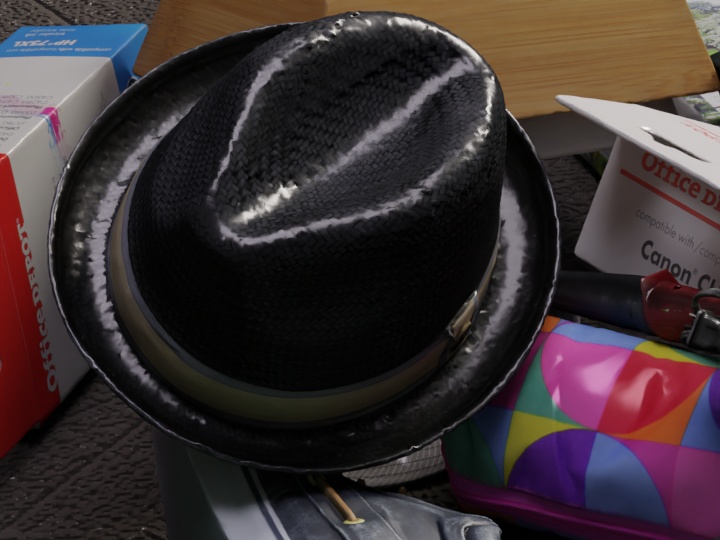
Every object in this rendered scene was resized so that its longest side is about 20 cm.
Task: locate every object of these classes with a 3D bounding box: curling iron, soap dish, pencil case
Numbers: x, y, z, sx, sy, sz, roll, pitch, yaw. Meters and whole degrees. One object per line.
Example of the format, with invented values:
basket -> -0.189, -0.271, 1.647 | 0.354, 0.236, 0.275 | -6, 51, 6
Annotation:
curling iron -> 0.107, 0.011, 1.079 | 0.049, 0.026, 0.200 | 15, 1, -23
soap dish -> 0.026, -0.097, 1.234 | 0.199, 0.081, 0.157 | -9, 17, -29
pencil case -> 0.124, 0.072, 1.072 | 0.200, 0.089, 0.088 | 13, 32, 31

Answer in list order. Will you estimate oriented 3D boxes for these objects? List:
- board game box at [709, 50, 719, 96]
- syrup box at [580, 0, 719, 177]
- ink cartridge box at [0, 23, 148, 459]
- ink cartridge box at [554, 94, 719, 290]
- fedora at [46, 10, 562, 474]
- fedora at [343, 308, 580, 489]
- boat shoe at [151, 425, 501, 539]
board game box -> 0.223, -0.084, 1.149 | 0.135, 0.028, 0.200 | -25, 16, -1
syrup box -> 0.157, -0.072, 1.344 | 0.079, 0.082, 0.200 | -10, 28, -16
ink cartridge box -> -0.147, -0.013, 1.228 | 0.067, 0.117, 0.200 | 2, 27, 23
ink cartridge box -> 0.168, -0.007, 1.146 | 0.200, 0.068, 0.116 | 11, 14, -37
fedora -> -0.013, -0.029, 1.046 | 0.200, 0.092, 0.201 | 6, 57, -10
fedora -> 0.000, 0.000, 1.214 | 0.176, 0.091, 0.200 | 11, 31, 26
boat shoe -> -0.009, 0.100, 1.058 | 0.091, 0.071, 0.200 | -11, 34, -19
